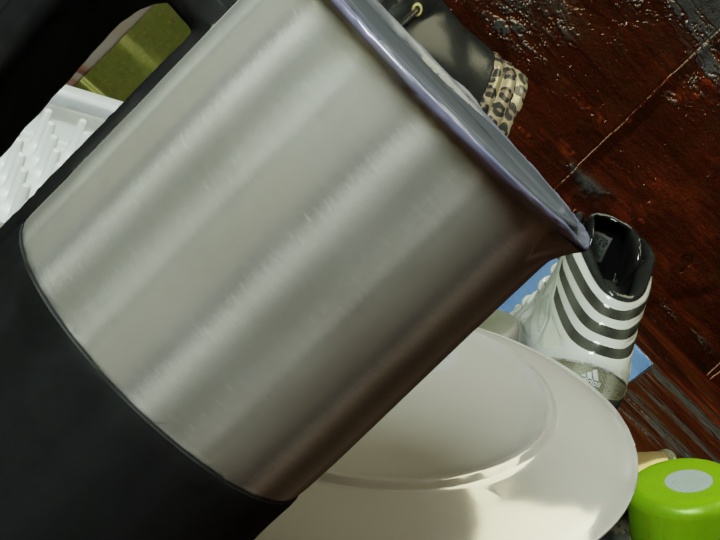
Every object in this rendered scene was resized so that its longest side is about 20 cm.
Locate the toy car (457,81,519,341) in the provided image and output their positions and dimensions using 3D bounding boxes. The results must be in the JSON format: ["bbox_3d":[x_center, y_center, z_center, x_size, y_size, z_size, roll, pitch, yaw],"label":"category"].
[{"bbox_3d":[0.000,0.000,0.919,0.200,0.150,0.176,-80,161,-74],"label":"toy car"}]

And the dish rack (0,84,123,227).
[{"bbox_3d":[-0.100,-0.022,0.688,0.200,0.044,0.172,17,21,-21],"label":"dish rack"}]

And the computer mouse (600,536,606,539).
[{"bbox_3d":[0.066,0.147,0.873,0.139,0.053,0.200,48,22,1],"label":"computer mouse"}]

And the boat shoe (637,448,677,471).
[{"bbox_3d":[0.195,0.154,1.311,0.200,0.076,0.072,39,12,-36],"label":"boat shoe"}]

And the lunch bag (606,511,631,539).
[{"bbox_3d":[0.229,0.207,1.128,0.200,0.118,0.164,46,8,39],"label":"lunch bag"}]

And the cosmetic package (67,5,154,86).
[{"bbox_3d":[-0.137,-0.177,0.868,0.087,0.200,0.103,53,13,33],"label":"cosmetic package"}]

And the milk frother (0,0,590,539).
[{"bbox_3d":[-0.071,-0.005,0.463,0.181,0.188,0.200,46,9,2],"label":"milk frother"}]

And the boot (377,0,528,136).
[{"bbox_3d":[0.002,-0.090,1.098,0.150,0.200,0.073,37,-10,-27],"label":"boot"}]

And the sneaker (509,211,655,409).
[{"bbox_3d":[0.122,0.025,1.019,0.076,0.116,0.201,23,3,-8],"label":"sneaker"}]

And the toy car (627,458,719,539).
[{"bbox_3d":[0.164,0.201,0.783,0.200,0.157,0.165,-41,130,-57],"label":"toy car"}]

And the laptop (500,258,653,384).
[{"bbox_3d":[0.071,0.022,1.202,0.187,0.116,0.200,49,10,22],"label":"laptop"}]

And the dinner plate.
[{"bbox_3d":[0.005,0.053,0.679,0.200,0.024,0.200,5,25,-3],"label":"dinner plate"}]

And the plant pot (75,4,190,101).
[{"bbox_3d":[-0.111,-0.198,1.123,0.200,0.184,0.200,44,9,-9],"label":"plant pot"}]
